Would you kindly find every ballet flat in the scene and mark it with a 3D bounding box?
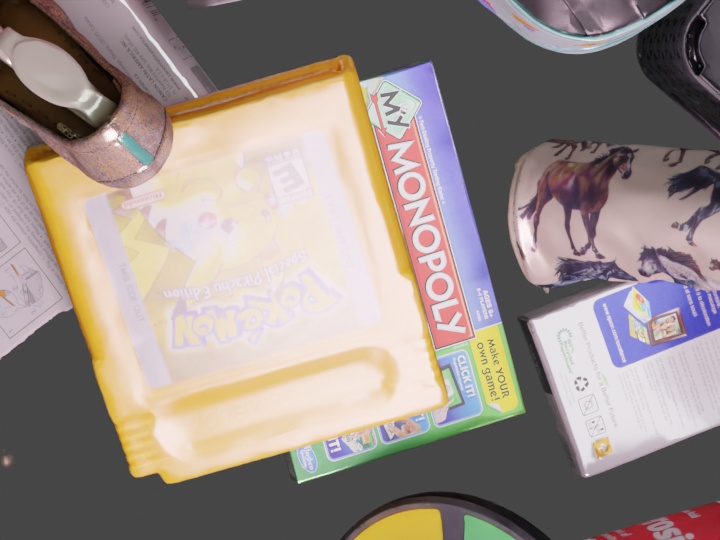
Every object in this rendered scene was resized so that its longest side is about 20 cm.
[{"bbox_3d":[-0.173,-0.113,1.376,0.200,0.067,0.068,33,87,26],"label":"ballet flat"}]

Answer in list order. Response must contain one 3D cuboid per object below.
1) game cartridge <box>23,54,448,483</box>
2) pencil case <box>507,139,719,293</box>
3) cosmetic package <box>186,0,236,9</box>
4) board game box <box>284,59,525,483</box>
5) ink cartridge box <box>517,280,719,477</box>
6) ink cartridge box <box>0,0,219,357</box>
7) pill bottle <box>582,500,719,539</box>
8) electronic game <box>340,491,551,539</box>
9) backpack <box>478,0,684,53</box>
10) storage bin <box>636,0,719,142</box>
[{"bbox_3d":[-0.062,0.005,1.436,0.175,0.032,0.201,-16,113,2],"label":"game cartridge"},{"bbox_3d":[0.182,-0.022,1.467,0.199,0.090,0.078,6,57,23],"label":"pencil case"},{"bbox_3d":[-0.040,-0.182,1.399,0.101,0.200,0.072,-20,98,-8],"label":"cosmetic package"},{"bbox_3d":[0.000,0.000,1.506,0.134,0.029,0.201,-17,97,-8],"label":"board game box"},{"bbox_3d":[0.195,0.035,1.543,0.199,0.037,0.095,-21,96,-6],"label":"ink cartridge box"},{"bbox_3d":[-0.175,-0.062,1.462,0.200,0.050,0.161,-37,93,13],"label":"ink cartridge box"},{"bbox_3d":[0.197,0.184,1.513,0.199,0.112,0.113,-15,96,-10],"label":"pill bottle"},{"bbox_3d":[0.054,0.215,1.466,0.042,0.199,0.201,-17,99,-52],"label":"electronic game"},{"bbox_3d":[0.107,-0.214,1.447,0.176,0.153,0.200,-39,84,-6],"label":"backpack"},{"bbox_3d":[0.265,-0.151,1.515,0.135,0.094,0.200,40,87,-10],"label":"storage bin"}]
